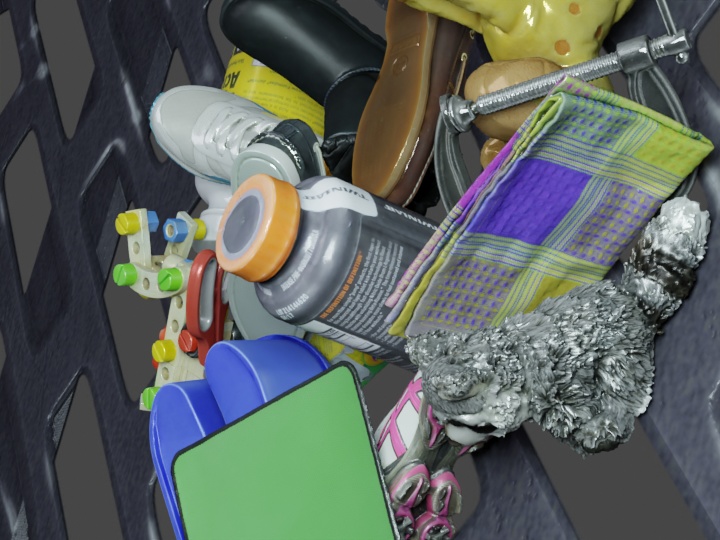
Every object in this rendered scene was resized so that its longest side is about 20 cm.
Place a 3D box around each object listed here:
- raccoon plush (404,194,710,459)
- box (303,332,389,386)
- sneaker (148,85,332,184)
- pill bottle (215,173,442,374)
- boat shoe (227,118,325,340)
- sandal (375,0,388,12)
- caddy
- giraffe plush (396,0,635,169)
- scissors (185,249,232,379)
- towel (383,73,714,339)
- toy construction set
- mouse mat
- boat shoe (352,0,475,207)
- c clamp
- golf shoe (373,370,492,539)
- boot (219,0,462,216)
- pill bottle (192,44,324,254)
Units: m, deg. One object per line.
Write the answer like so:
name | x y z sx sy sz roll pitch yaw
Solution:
raccoon plush | 0.114 0.024 1.264 0.097 0.134 0.200 12 79 62
box | -0.033 0.055 1.583 0.200 0.048 0.117 -42 36 33
sneaker | -0.075 -0.095 1.606 0.077 0.200 0.081 -62 -7 -13
pill bottle | 0.000 0.000 1.403 0.106 0.200 0.106 -36 43 42
boat shoe | -0.055 -0.020 1.516 0.060 0.076 0.200 -48 -26 -43
sandal | 0.090 -0.243 1.623 0.200 0.045 0.075 -11 64 40
caddy | -0.067 0.142 1.495 0.141 0.105 0.200 -38 61 35
giraffe plush | 0.118 -0.147 1.382 0.173 0.200 0.162 168 105 -69
scissors | -0.119 0.072 1.556 0.073 0.014 0.200 -40 -38 -61
towel | 0.117 -0.023 1.270 0.200 0.143 0.023 -53 43 23
toy construction set | -0.149 0.057 1.642 0.131 0.092 0.200 29 129 42
mouse mat | -0.054 0.169 1.400 0.200 0.008 0.161 -31 65 38
boat shoe | 0.049 -0.132 1.467 0.070 0.070 0.200 -5 66 53
c clamp | 0.130 -0.099 1.307 0.200 0.171 0.027 -23 15 23
golf shoe | 0.047 0.100 1.381 0.200 0.073 0.092 -62 32 5
boot | -0.016 -0.128 1.550 0.073 0.198 0.163 -51 25 30
pill bottle | -0.075 -0.101 1.707 0.111 0.111 0.200 -12 58 56
